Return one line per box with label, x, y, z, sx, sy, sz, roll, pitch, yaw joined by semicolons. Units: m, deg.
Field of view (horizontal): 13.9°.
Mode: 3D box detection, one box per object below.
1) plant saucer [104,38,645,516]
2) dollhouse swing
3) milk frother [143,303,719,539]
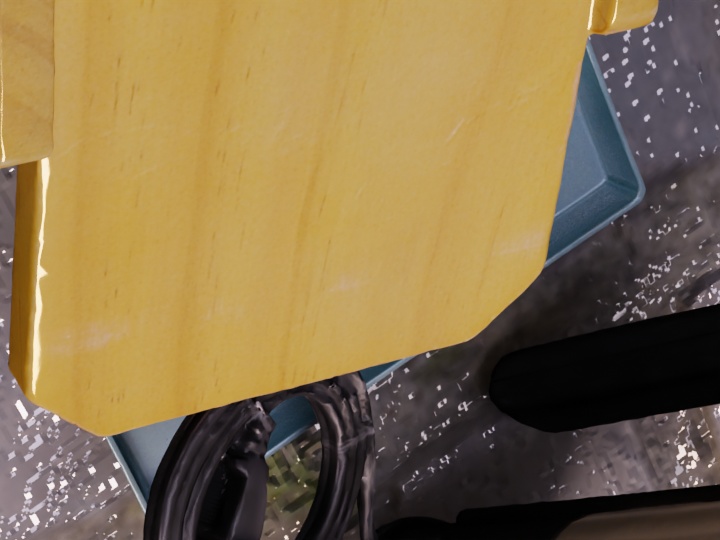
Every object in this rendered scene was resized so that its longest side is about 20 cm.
plant saucer;0.000;0.000;0.944;0.199;0.019;0.070;-33;124;-13
dollhouse swing;-0.039;-0.085;0.848;0.199;0.182;0.176;-15;150;-24
milk frother;0.062;0.100;0.899;0.199;0.187;0.182;-3;84;-52
